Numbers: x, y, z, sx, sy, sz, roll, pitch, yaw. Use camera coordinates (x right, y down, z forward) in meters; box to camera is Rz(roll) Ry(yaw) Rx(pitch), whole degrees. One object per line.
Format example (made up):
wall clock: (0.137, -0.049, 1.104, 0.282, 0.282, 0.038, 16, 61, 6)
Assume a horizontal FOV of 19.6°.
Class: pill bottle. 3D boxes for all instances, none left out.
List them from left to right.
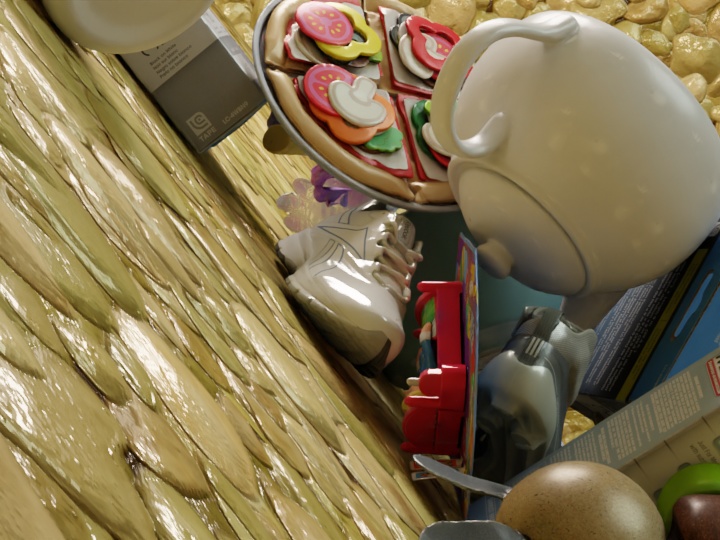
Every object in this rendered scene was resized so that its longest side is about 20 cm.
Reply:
pill bottle: (-0.164, -0.227, 1.217, 0.200, 0.115, 0.116, 54, 4, 39)

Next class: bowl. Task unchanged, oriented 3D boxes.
bowl: (0.079, 0.024, 1.494, 0.201, 0.199, 0.106, 42, 29, -71)

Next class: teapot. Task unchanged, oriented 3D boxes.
teapot: (0.123, -0.056, 1.309, 0.200, 0.146, 0.197, 45, -18, 1)

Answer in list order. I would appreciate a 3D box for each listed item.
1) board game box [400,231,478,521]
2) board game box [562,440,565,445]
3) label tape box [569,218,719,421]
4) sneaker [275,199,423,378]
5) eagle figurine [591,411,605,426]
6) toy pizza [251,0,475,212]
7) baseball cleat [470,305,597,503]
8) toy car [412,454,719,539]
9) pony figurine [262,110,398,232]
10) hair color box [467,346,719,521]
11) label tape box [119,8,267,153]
board game box: (0.044, 0.060, 1.259, 0.200, 0.039, 0.160, -105, -163, -84)
board game box: (0.141, 0.151, 1.858, 0.200, 0.062, 0.200, 52, 3, -1)
label tape box: (0.209, 0.036, 1.376, 0.063, 0.145, 0.200, 33, -8, -14)
sneaker: (0.000, 0.000, 1.322, 0.075, 0.087, 0.200, 51, 5, -23)
eagle figurine: (0.158, 0.184, 1.487, 0.200, 0.150, 0.153, 163, -69, -63)
toy pizza: (0.020, -0.124, 1.402, 0.199, 0.032, 0.201, 20, 44, -20)
baseball cleat: (0.110, 0.091, 1.284, 0.069, 0.107, 0.200, 30, -24, 13)
toy car: (0.113, 0.163, 1.084, 0.199, 0.159, 0.165, 25, 18, -12)
pony figurine: (0.017, -0.083, 1.521, 0.192, 0.168, 0.200, 23, 3, 31)
hair color box: (0.170, 0.135, 1.201, 0.099, 0.199, 0.061, 50, 17, -20)
label tape box: (-0.143, -0.178, 1.423, 0.201, 0.066, 0.143, 54, 4, -5)
